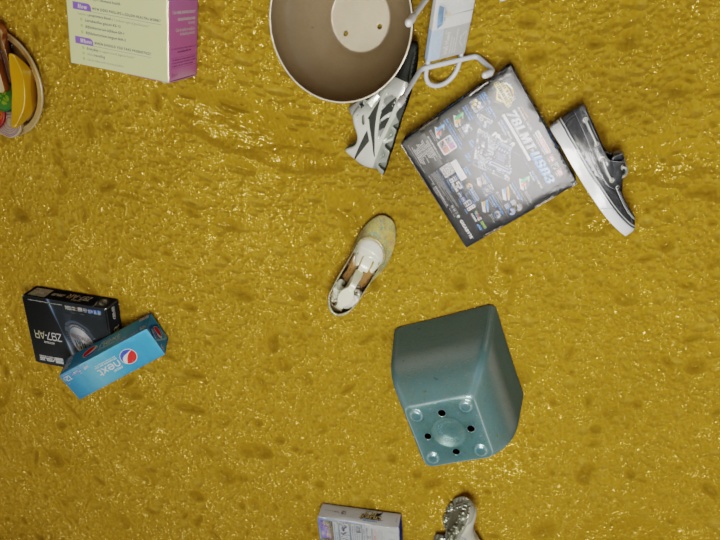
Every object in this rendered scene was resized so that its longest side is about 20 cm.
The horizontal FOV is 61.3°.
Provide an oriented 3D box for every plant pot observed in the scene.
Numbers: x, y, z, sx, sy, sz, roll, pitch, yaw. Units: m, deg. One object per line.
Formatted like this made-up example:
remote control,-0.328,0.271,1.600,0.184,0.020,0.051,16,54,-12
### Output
plant pot,0.157,0.211,1.019,0.192,0.201,0.200,-15,110,21
plant pot,-0.013,-0.351,0.852,0.195,0.135,0.205,6,115,13

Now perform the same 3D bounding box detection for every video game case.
video game case,0.004,0.607,1.320,0.176,0.046,0.205,2,113,12

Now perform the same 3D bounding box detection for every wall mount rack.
wall mount rack,0.112,-0.309,0.811,0.170,0.075,0.202,-20,144,-19

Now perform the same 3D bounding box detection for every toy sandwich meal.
toy sandwich meal,-0.647,-0.333,1.062,0.200,0.070,0.210,6,114,12

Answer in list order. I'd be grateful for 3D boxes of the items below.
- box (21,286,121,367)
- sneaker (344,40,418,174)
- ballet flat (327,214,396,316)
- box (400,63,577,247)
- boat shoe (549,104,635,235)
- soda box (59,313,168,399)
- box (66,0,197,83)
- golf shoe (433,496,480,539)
box,-0.592,0.127,1.265,0.195,0.044,0.164,9,115,10
sneaker,0.028,-0.252,0.919,0.087,0.074,0.204,21,116,2
ballet flat,0.000,0.000,1.042,0.070,0.071,0.202,32,117,-1
box,0.194,-0.169,0.927,0.196,0.050,0.202,-31,102,24
boat shoe,0.356,-0.146,0.886,0.067,0.072,0.202,-32,95,26
soda box,-0.486,0.170,1.205,0.197,0.064,0.069,-27,117,3
box,-0.349,-0.413,0.935,0.171,0.097,0.205,13,117,9
golf shoe,0.211,0.535,1.231,0.095,0.079,0.204,10,122,-9
